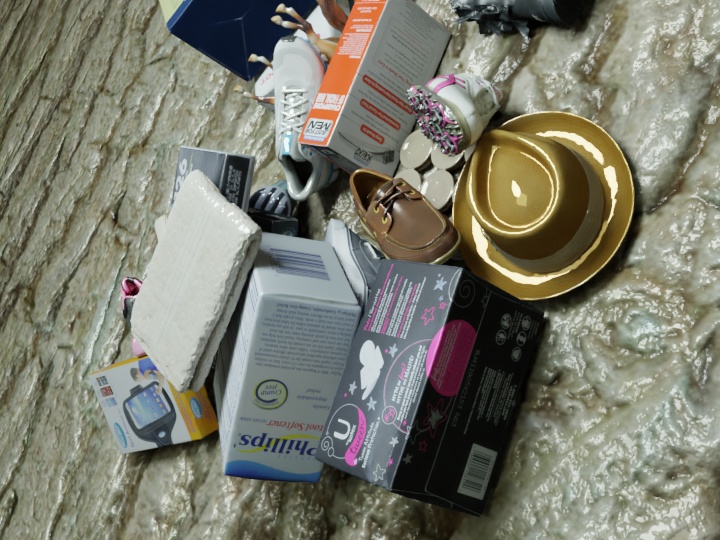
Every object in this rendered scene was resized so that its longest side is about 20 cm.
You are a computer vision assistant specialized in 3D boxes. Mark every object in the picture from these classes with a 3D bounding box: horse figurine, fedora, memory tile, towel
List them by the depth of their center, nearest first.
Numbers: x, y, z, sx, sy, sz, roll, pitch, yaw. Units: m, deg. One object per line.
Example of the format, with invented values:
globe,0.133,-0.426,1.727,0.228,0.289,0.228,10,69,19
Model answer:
fedora,0.157,-0.074,0.860,0.200,0.082,0.202,-14,64,31
towel,-0.171,0.013,0.933,0.132,0.034,0.201,41,113,39
memory tile,0.104,-0.084,0.986,0.199,0.017,0.154,7,76,46
horse figurine,-0.065,-0.249,1.108,0.200,0.132,0.050,-52,16,38

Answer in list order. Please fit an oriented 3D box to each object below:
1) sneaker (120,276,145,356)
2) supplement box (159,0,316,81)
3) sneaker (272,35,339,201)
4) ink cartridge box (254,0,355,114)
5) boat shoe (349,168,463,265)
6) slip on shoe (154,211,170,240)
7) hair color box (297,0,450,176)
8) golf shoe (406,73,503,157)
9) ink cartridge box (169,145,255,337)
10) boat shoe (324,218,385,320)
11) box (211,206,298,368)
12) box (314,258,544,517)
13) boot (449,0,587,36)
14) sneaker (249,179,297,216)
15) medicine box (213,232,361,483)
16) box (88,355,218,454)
sneaker,-0.289,0.047,1.221,0.079,0.096,0.200,-28,14,-11
supplement box,-0.157,-0.400,1.187,0.200,0.134,0.200,-45,43,20
sneaker,-0.071,-0.174,1.077,0.075,0.201,0.087,3,32,22
ink cartridge box,-0.072,-0.319,1.225,0.145,0.087,0.201,-31,49,32
boat shoe,0.036,-0.056,0.939,0.072,0.068,0.200,-38,29,-5
slip on shoe,-0.237,-0.007,1.259,0.060,0.076,0.201,-25,49,8
hair color box,0.018,-0.216,1.067,0.064,0.111,0.201,16,82,48
golf shoe,0.103,-0.173,0.934,0.092,0.073,0.200,-23,19,3
ink cartridge box,-0.191,-0.041,1.038,0.200,0.047,0.199,16,99,56
boat shoe,0.000,0.000,1.012,0.200,0.067,0.072,-116,35,-65
box,-0.152,0.022,1.104,0.160,0.043,0.201,15,104,41
box,0.065,0.106,0.845,0.114,0.132,0.201,10,77,50
boot,0.191,-0.350,0.991,0.162,0.073,0.199,20,86,51
sneaker,-0.131,-0.035,1.181,0.200,0.074,0.088,-53,-1,32
medicine box,-0.084,0.085,0.945,0.182,0.102,0.201,-119,39,-66
box,-0.279,0.172,1.186,0.199,0.041,0.120,-19,95,37
